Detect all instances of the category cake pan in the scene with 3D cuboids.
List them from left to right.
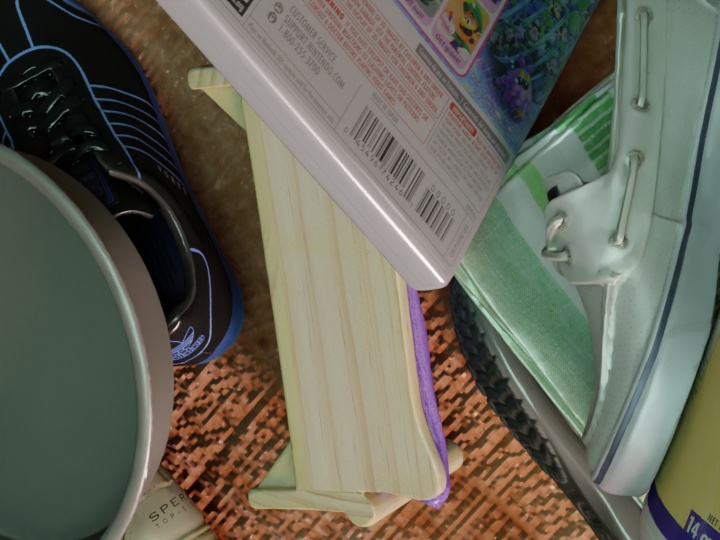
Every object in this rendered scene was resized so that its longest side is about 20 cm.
[{"bbox_3d":[-0.157,0.037,0.724,0.199,0.037,0.201,8,106,29],"label":"cake pan"}]

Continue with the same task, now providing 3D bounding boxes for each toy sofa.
[{"bbox_3d":[0.000,0.000,0.739,0.097,0.083,0.201,-3,100,30],"label":"toy sofa"}]

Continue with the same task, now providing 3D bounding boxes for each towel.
[{"bbox_3d":[0.145,-0.023,0.715,0.200,0.023,0.153,-40,91,-7],"label":"towel"}]

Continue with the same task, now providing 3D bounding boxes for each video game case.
[{"bbox_3d":[0.007,-0.125,0.655,0.024,0.183,0.200,-7,134,47],"label":"video game case"}]

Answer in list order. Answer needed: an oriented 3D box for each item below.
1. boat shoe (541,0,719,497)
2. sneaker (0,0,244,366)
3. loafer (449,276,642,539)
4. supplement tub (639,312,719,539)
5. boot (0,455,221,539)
[{"bbox_3d":[0.102,-0.017,0.667,0.069,0.071,0.201,13,84,1],"label":"boat shoe"},{"bbox_3d":[-0.117,-0.049,0.752,0.070,0.078,0.200,-34,81,5],"label":"sneaker"},{"bbox_3d":[0.111,0.068,0.755,0.070,0.075,0.200,-36,93,-8],"label":"loafer"},{"bbox_3d":[0.198,0.039,0.628,0.145,0.145,0.201,20,107,7],"label":"supplement tub"},{"bbox_3d":[-0.173,0.112,0.812,0.200,0.073,0.156,-32,86,27],"label":"boot"}]
